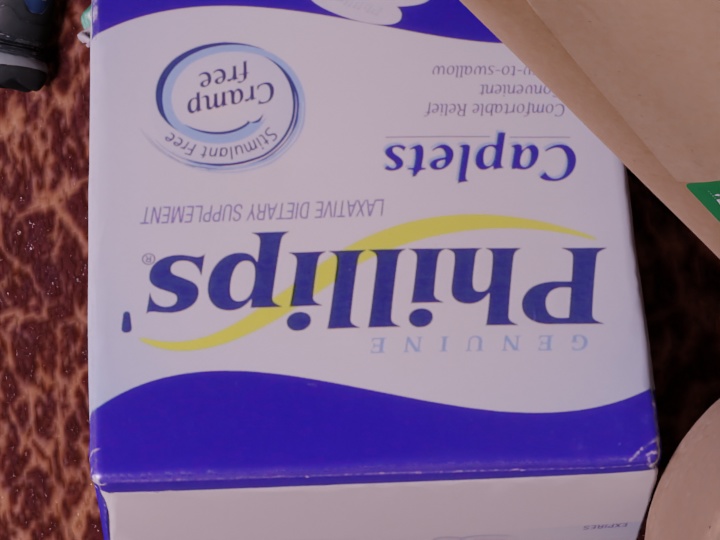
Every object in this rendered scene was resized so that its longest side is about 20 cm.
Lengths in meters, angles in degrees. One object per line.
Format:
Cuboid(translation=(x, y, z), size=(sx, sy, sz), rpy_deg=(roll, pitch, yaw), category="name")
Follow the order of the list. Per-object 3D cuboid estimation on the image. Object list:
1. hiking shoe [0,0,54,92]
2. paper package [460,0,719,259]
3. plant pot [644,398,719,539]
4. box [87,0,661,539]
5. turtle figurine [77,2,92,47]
Cuboid(translation=(-0.226, -0.159, 1.097), size=(0.199, 0.074, 0.087), rpy_deg=(24, 99, 34), category="hiking shoe")
Cuboid(translation=(0.138, -0.102, 0.578), size=(0.103, 0.200, 0.192), rpy_deg=(-11, 50, 45), category="paper package")
Cuboid(translation=(0.171, 0.108, 0.605), size=(0.175, 0.199, 0.202), rpy_deg=(37, 117, 59), category="plant pot")
Cuboid(translation=(0.000, 0.000, 0.721), size=(0.105, 0.182, 0.201), rpy_deg=(96, 171, -62), category="box")
Cuboid(translation=(-0.051, -0.138, 0.885), size=(0.149, 0.100, 0.201), rpy_deg=(-35, 49, 24), category="turtle figurine")
